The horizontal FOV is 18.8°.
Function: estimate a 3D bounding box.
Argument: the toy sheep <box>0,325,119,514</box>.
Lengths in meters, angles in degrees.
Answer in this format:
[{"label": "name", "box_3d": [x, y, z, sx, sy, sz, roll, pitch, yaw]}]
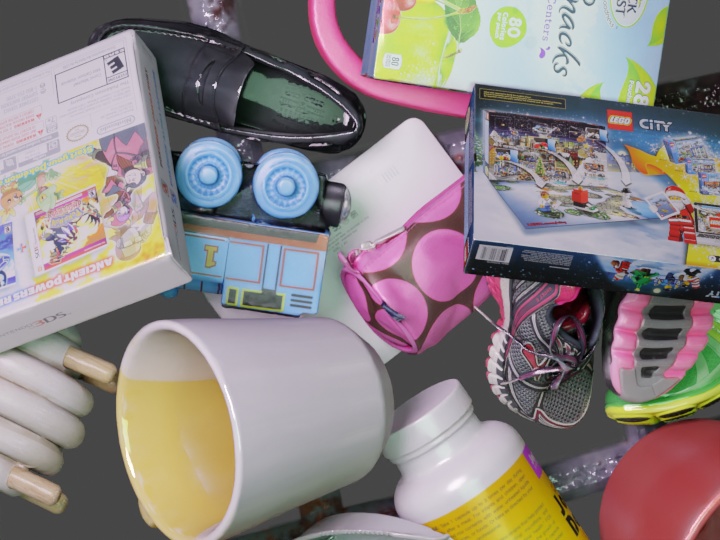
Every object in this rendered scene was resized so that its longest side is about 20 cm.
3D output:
[{"label": "toy sheep", "box_3d": [-0.239, 0.083, 1.474, 0.137, 0.138, 0.201, 27, 76, -9]}]

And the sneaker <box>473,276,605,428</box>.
[{"label": "sneaker", "box_3d": [0.132, 0.048, 1.506, 0.080, 0.075, 0.200, -35, 142, -16]}]

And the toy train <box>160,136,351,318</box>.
[{"label": "toy train", "box_3d": [-0.108, -0.034, 1.496, 0.199, 0.087, 0.115, 8, 95, -4]}]

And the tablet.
[{"label": "tablet", "box_3d": [0.000, 0.000, 1.556, 0.200, 0.014, 0.130, -38, 99, -3]}]

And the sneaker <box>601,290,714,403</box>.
[{"label": "sneaker", "box_3d": [0.198, -0.006, 1.541, 0.079, 0.095, 0.201, 14, 82, -27]}]

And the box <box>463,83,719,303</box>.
[{"label": "box", "box_3d": [0.168, -0.050, 1.437, 0.199, 0.038, 0.137, 7, 51, -5]}]

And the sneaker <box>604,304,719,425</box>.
[{"label": "sneaker", "box_3d": [0.256, 0.047, 1.573, 0.199, 0.074, 0.084, -31, 81, -7]}]

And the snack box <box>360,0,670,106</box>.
[{"label": "snack box", "box_3d": [0.111, -0.201, 1.492, 0.199, 0.068, 0.170, 6, 96, -10]}]

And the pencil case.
[{"label": "pencil case", "box_3d": [0.080, -0.032, 1.513, 0.200, 0.091, 0.094, -41, 108, -12]}]

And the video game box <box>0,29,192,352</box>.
[{"label": "video game box", "box_3d": [-0.217, -0.044, 1.429, 0.199, 0.047, 0.183, -20, 56, 13]}]

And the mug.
[{"label": "mug", "box_3d": [-0.072, 0.097, 1.469, 0.153, 0.186, 0.150, -10, 94, -36]}]

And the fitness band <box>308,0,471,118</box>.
[{"label": "fitness band", "box_3d": [0.062, -0.183, 1.537, 0.199, 0.037, 0.144, 11, 93, -7]}]

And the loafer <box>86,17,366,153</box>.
[{"label": "loafer", "box_3d": [-0.091, -0.129, 1.503, 0.200, 0.070, 0.068, 17, 92, -9]}]

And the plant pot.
[{"label": "plant pot", "box_3d": [0.263, 0.196, 1.512, 0.199, 0.177, 0.202, -4, 104, -17]}]

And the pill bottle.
[{"label": "pill bottle", "box_3d": [0.093, 0.179, 1.536, 0.104, 0.104, 0.200, -34, 99, -4]}]

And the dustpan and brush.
[{"label": "dustpan and brush", "box_3d": [-0.034, 0.214, 1.536, 0.199, 0.057, 0.140, 21, 134, 21]}]
